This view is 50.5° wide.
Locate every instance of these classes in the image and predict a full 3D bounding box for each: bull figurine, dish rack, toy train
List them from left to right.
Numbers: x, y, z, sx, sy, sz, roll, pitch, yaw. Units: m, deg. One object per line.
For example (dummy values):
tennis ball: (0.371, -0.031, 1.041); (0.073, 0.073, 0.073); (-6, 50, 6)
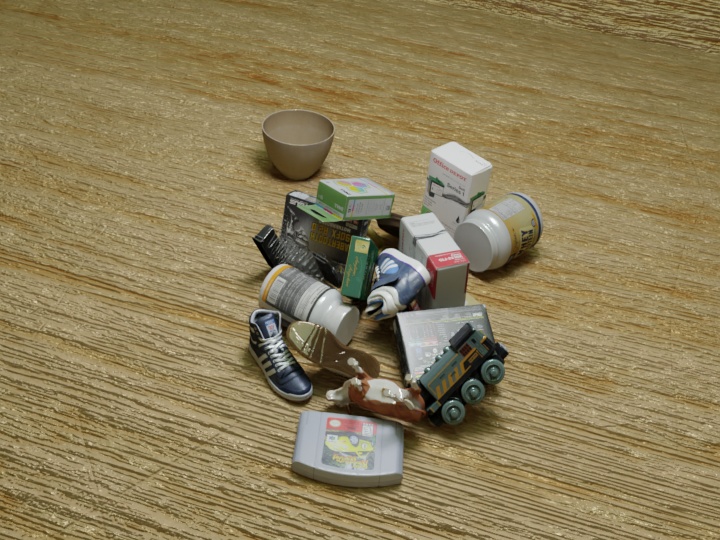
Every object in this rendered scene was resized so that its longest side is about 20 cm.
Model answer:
dish rack: (-0.132, -0.016, 1.667); (0.197, 0.154, 0.055); (30, 74, 22)
bull figurine: (0.026, 0.222, 1.393); (0.195, 0.123, 0.066); (9, 58, 19)
toy train: (0.182, 0.194, 1.421); (0.114, 0.200, 0.085); (44, 5, -5)

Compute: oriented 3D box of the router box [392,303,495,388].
router box: (0.172, 0.156, 1.524); (0.194, 0.063, 0.153); (-5, 58, -10)

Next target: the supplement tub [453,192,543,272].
supplement tub: (0.330, -0.091, 1.833); (0.198, 0.147, 0.143); (-27, 48, -35)

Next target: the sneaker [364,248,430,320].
sneaker: (0.047, 0.034, 1.601); (0.146, 0.081, 0.199); (-40, 24, -15)

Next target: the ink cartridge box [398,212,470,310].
ink cartridge box: (0.154, -0.009, 1.654); (0.082, 0.147, 0.201); (-11, 38, -16)

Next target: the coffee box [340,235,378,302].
coffee box: (0.000, 0.000, 1.606); (0.043, 0.127, 0.200); (11, -2, 6)

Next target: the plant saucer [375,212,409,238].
plant saucer: (0.121, -0.093, 1.812); (0.195, 0.030, 0.200); (20, -6, 2)

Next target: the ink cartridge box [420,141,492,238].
ink cartridge box: (0.235, -0.194, 1.903); (0.083, 0.204, 0.145); (-25, 46, -35)

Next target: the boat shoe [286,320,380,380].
boat shoe: (-0.059, 0.166, 1.479); (0.196, 0.072, 0.074); (25, 63, -9)

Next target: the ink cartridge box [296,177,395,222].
ink cartridge box: (-0.030, -0.154, 1.660); (0.197, 0.061, 0.103); (-8, 29, -41)

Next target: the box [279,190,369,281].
box: (-0.086, -0.077, 1.740); (0.195, 0.162, 0.048); (19, 22, 16)

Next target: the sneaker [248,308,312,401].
sneaker: (-0.159, 0.157, 1.476); (0.069, 0.111, 0.200); (-21, 45, -30)

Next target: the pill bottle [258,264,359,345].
pill bottle: (-0.106, 0.077, 1.581); (0.197, 0.119, 0.116); (27, 42, 24)

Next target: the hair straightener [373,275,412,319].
hair straightener: (0.054, 0.047, 1.682); (0.075, 0.042, 0.201); (-18, 35, -3)

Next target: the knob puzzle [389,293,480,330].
knob puzzle: (0.184, 0.106, 1.650); (0.213, 0.031, 0.222); (1, 36, 0)

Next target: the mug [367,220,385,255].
mug: (-0.038, -0.106, 1.836); (0.146, 0.191, 0.153); (-15, 16, 31)

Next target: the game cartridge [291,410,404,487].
game cartridge: (-0.020, 0.318, 1.353); (0.194, 0.042, 0.135); (6, 42, 0)

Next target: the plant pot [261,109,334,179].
plant pot: (-0.170, -0.330, 2.074); (0.194, 0.137, 0.203); (4, 38, -3)
